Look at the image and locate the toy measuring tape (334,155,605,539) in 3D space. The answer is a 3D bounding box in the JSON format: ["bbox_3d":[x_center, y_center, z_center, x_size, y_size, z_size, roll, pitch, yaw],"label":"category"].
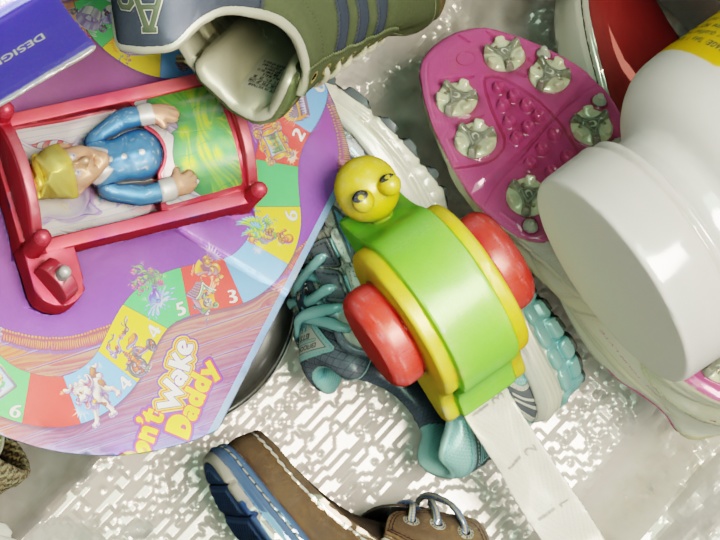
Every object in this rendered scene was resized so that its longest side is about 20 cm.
[{"bbox_3d":[0.050,0.043,0.759,0.073,0.074,0.200,-33,98,-8],"label":"toy measuring tape"}]

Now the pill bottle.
[{"bbox_3d":[0.166,-0.051,0.707,0.200,0.112,0.113,-34,90,-11],"label":"pill bottle"}]

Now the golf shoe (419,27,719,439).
[{"bbox_3d":[0.090,-0.010,0.800,0.075,0.092,0.200,-33,70,-17],"label":"golf shoe"}]

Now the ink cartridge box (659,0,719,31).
[{"bbox_3d":[0.200,-0.193,0.854,0.145,0.088,0.200,44,80,-1],"label":"ink cartridge box"}]

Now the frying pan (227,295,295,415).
[{"bbox_3d":[-0.066,-0.024,0.838,0.115,0.031,0.191,24,85,-8],"label":"frying pan"}]

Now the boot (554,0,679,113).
[{"bbox_3d":[0.173,-0.053,0.808,0.072,0.144,0.201,-33,96,-48],"label":"boot"}]

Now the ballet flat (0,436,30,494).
[{"bbox_3d":[-0.169,0.004,0.773,0.075,0.068,0.201,-15,118,-7],"label":"ballet flat"}]

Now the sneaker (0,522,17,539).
[{"bbox_3d":[-0.214,0.120,0.774,0.199,0.129,0.080,44,47,-20],"label":"sneaker"}]

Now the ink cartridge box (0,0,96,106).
[{"bbox_3d":[-0.207,-0.074,0.678,0.198,0.200,0.043,-33,126,-7],"label":"ink cartridge box"}]

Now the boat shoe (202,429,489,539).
[{"bbox_3d":[0.020,0.130,0.820,0.072,0.072,0.200,-45,102,-13],"label":"boat shoe"}]

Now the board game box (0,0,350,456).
[{"bbox_3d":[-0.088,-0.033,0.727,0.158,0.039,0.201,31,71,-10],"label":"board game box"}]

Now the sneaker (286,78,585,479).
[{"bbox_3d":[0.000,0.000,0.810,0.200,0.078,0.086,46,72,-3],"label":"sneaker"}]

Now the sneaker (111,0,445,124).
[{"bbox_3d":[-0.032,-0.096,0.729,0.067,0.200,0.090,4,83,28],"label":"sneaker"}]
